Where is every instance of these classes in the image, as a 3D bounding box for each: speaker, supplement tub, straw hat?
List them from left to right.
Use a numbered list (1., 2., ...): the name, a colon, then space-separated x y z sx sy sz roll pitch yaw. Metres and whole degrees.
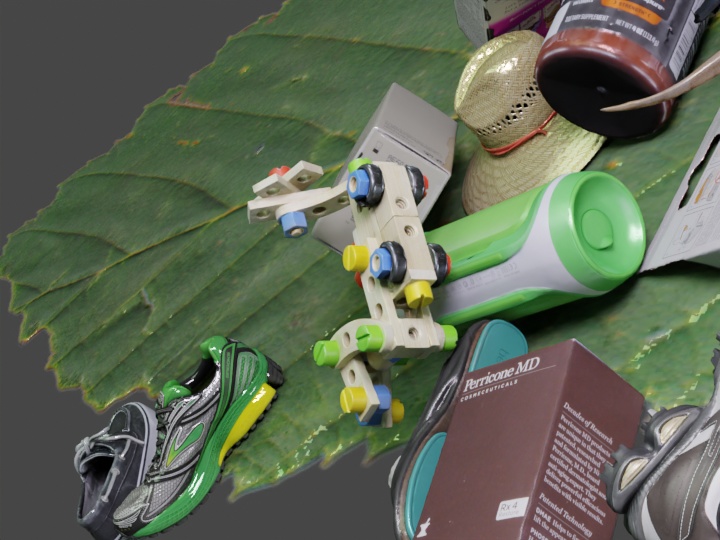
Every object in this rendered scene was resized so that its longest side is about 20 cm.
1. speaker: 0.102 -0.006 1.000 0.199 0.088 0.089 -22 38 50
2. straw hat: 0.125 -0.142 1.144 0.201 0.085 0.202 -40 28 25
3. supplement tub: 0.208 -0.204 1.057 0.107 0.107 0.201 -13 45 54

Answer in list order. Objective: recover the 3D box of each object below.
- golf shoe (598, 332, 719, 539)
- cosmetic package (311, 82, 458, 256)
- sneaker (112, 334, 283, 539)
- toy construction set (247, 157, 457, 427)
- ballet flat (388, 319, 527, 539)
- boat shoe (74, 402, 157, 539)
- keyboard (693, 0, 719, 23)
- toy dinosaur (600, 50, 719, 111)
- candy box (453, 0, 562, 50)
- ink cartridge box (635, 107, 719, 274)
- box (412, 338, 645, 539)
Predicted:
1. golf shoe: 0.217 0.071 0.732 0.201 0.078 0.094 -54 41 2
2. cosmetic package: 0.024 -0.077 1.168 0.104 0.073 0.200 -58 3 18
3. sneaker: -0.159 0.145 1.261 0.201 0.085 0.078 -56 25 -7
4. toy construction set: 0.000 0.000 0.998 0.201 0.091 0.131 62 142 18
5. ballet flat: 0.060 0.119 0.943 0.068 0.068 0.201 -39 15 48
6. boat shoe: -0.239 0.185 1.369 0.073 0.068 0.200 -40 27 24
7. keyboard: 0.290 -0.231 0.981 0.104 0.039 0.200 -56 -4 40
8. toy dinosaur: 0.260 -0.153 0.920 0.199 0.061 0.106 -35 -8 -22
9. candy box: 0.137 -0.258 1.130 0.136 0.061 0.200 -35 -20 -5
10. ink cartridge box: 0.261 -0.066 0.876 0.162 0.050 0.200 -60 7 -15
11. box: 0.090 0.148 0.833 0.100 0.075 0.201 -24 35 47
